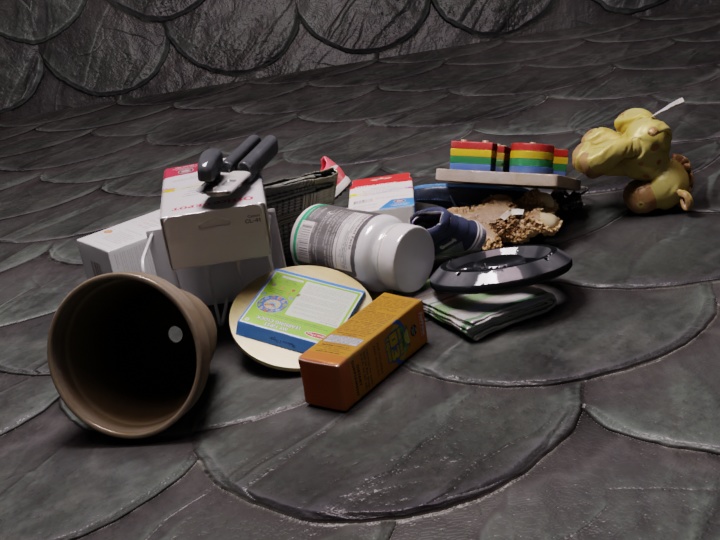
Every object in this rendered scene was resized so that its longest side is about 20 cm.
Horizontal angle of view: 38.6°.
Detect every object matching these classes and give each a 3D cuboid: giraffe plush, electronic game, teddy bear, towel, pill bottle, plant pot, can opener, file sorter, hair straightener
[{"bbox_3d":[0.465,-0.166,1.671,0.199,0.163,0.173,-21,19,35],"label":"giraffe plush"},{"bbox_3d":[0.194,0.001,1.426,0.199,0.042,0.200,-10,10,2],"label":"electronic game"},{"bbox_3d":[0.222,-0.072,1.628,0.199,0.067,0.145,-22,45,-2],"label":"teddy bear"},{"bbox_3d":[-0.129,-0.076,1.671,0.191,0.201,0.035,-14,56,-15],"label":"towel"},{"bbox_3d":[0.159,0.041,1.441,0.148,0.031,0.200,-16,19,-24],"label":"towel"},{"bbox_3d":[0.002,-0.031,1.498,0.199,0.114,0.113,13,30,40],"label":"pill bottle"},{"bbox_3d":[-0.263,0.093,1.297,0.199,0.201,0.173,-4,5,14],"label":"plant pot"},{"bbox_3d":[-0.171,-0.158,1.431,0.053,0.067,0.200,4,29,17],"label":"can opener"},{"bbox_3d":[-0.216,0.007,1.536,0.199,0.140,0.125,-9,24,2],"label":"file sorter"},{"bbox_3d":[0.341,-0.104,1.723,0.077,0.041,0.200,2,19,27],"label":"hair straightener"}]

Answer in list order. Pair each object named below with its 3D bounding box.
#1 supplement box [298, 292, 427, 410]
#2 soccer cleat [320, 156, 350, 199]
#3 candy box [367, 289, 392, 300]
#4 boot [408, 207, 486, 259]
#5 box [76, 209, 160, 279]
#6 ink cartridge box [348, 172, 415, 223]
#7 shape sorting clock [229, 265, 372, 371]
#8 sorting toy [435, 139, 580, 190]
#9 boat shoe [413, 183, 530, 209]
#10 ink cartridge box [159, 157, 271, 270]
[{"bbox_3d":[0.007,0.099,1.296,0.068,0.067,0.200,5,26,33],"label":"supplement box"},{"bbox_3d":[-0.106,-0.122,1.840,0.200,0.073,0.068,-43,9,-21],"label":"soccer cleat"},{"bbox_3d":[0.000,0.000,1.609,0.101,0.027,0.200,-5,22,4],"label":"candy box"},{"bbox_3d":[0.094,-0.058,1.559,0.090,0.073,0.199,26,-22,-32],"label":"boot"},{"bbox_3d":[-0.359,-0.032,1.752,0.199,0.098,0.124,-25,25,-33],"label":"box"},{"bbox_3d":[0.040,-0.110,1.816,0.115,0.068,0.200,-7,21,4],"label":"ink cartridge box"},{"bbox_3d":[-0.079,0.064,1.401,0.199,0.039,0.201,1,38,-1],"label":"shape sorting clock"},{"bbox_3d":[0.248,-0.173,1.684,0.198,0.070,0.200,5,4,22],"label":"sorting toy"},{"bbox_3d":[0.186,-0.109,1.711,0.199,0.069,0.084,4,4,7],"label":"boat shoe"},{"bbox_3d":[-0.207,-0.088,1.472,0.147,0.086,0.200,-9,28,-3],"label":"ink cartridge box"}]
